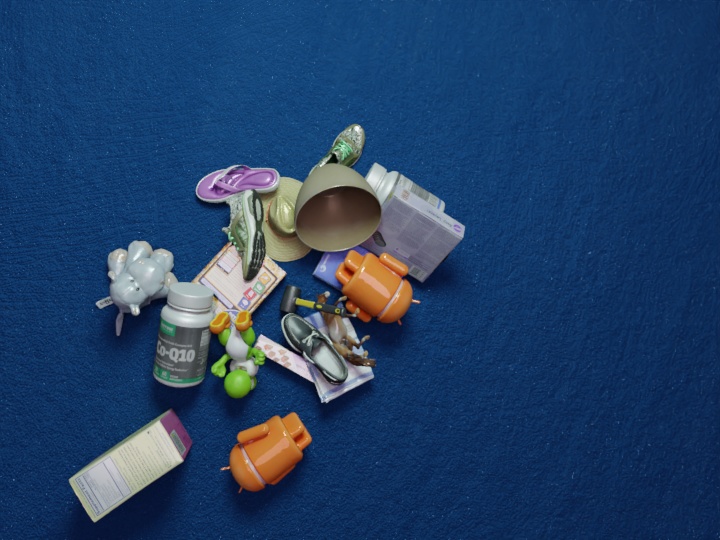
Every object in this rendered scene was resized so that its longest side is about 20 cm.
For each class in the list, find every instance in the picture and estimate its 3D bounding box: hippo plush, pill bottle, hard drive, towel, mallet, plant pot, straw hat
[{"bbox_3d":[-0.494,0.017,1.231,0.198,0.161,0.161,-35,93,-12],"label":"hippo plush"},{"bbox_3d":[0.094,-0.166,1.390,0.198,0.114,0.115,30,80,-7],"label":"pill bottle"},{"bbox_3d":[0.000,0.000,1.402,0.198,0.025,0.134,29,80,-8],"label":"hard drive"},{"bbox_3d":[-0.064,0.188,1.347,0.145,0.024,0.203,-20,79,-25],"label":"towel"},{"bbox_3d":[-0.106,0.069,1.306,0.041,0.197,0.067,23,72,-48],"label":"mallet"},{"bbox_3d":[-0.378,0.136,1.241,0.111,0.113,0.204,10,102,-10],"label":"pill bottle"},{"bbox_3d":[-0.061,-0.161,1.300,0.196,0.202,0.136,-7,52,-12],"label":"plant pot"},{"bbox_3d":[-0.174,-0.128,1.347,0.196,0.085,0.206,1,85,-11],"label":"straw hat"}]

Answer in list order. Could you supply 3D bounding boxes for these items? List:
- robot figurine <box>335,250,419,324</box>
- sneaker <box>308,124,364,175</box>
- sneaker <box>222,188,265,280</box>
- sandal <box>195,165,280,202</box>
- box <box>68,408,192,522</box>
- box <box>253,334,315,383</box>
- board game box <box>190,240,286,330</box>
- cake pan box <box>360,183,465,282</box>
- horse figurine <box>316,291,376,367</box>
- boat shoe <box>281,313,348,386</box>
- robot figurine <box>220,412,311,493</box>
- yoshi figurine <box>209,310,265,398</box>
[{"bbox_3d":[0.036,0.042,1.328,0.199,0.117,0.145,36,74,-6],"label":"robot figurine"},{"bbox_3d":[-0.049,-0.273,1.383,0.076,0.089,0.202,36,79,-6],"label":"sneaker"},{"bbox_3d":[-0.266,-0.078,1.293,0.087,0.077,0.205,-4,81,15],"label":"sneaker"},{"bbox_3d":[-0.286,-0.212,1.332,0.198,0.050,0.084,-10,65,0],"label":"sandal"},{"bbox_3d":[-0.466,0.395,1.196,0.198,0.176,0.098,-32,91,-12],"label":"box"},{"bbox_3d":[-0.157,0.214,1.344,0.198,0.041,0.039,30,79,-7],"label":"box"},{"bbox_3d":[-0.290,0.032,1.330,0.151,0.046,0.200,43,79,-5],"label":"board game box"},{"bbox_3d":[0.121,-0.080,1.344,0.198,0.185,0.053,30,48,-6],"label":"cake pan box"},{"bbox_3d":[-0.037,0.138,1.309,0.049,0.132,0.203,-25,93,-40],"label":"horse figurine"},{"bbox_3d":[-0.098,0.171,1.294,0.200,0.060,0.076,45,63,0],"label":"boat shoe"},{"bbox_3d":[-0.208,0.404,1.279,0.198,0.144,0.117,-35,70,-12],"label":"robot figurine"},{"bbox_3d":[-0.268,0.196,1.256,0.111,0.112,0.204,-28,127,-33],"label":"yoshi figurine"}]
